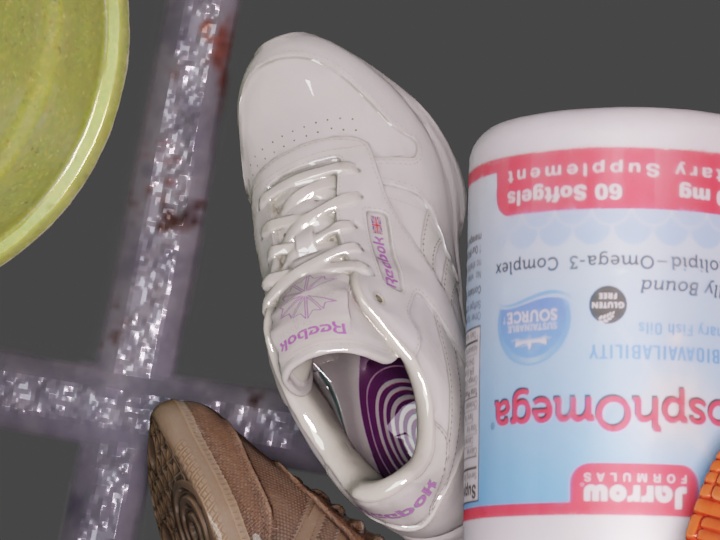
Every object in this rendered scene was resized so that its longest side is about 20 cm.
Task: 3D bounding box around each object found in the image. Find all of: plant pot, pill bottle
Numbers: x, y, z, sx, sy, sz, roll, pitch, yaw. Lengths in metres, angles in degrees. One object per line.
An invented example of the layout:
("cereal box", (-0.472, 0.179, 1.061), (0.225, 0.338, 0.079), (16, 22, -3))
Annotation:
("plant pot", (-0.215, -0.101, 0.992), (0.200, 0.184, 0.200), (-3, 80, 20))
("pill bottle", (0.089, 0.052, 0.896), (0.109, 0.109, 0.200), (-3, 80, 19))

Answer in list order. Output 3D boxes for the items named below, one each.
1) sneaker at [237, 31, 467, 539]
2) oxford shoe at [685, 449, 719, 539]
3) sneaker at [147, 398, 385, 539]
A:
("sneaker", (0.000, 0.000, 0.943), (0.075, 0.100, 0.200), (-26, 72, 18))
("oxford shoe", (0.167, 0.065, 0.849), (0.071, 0.073, 0.200), (19, 59, 35))
("sneaker", (-0.011, 0.123, 0.952), (0.076, 0.070, 0.200), (-16, 56, -23))
